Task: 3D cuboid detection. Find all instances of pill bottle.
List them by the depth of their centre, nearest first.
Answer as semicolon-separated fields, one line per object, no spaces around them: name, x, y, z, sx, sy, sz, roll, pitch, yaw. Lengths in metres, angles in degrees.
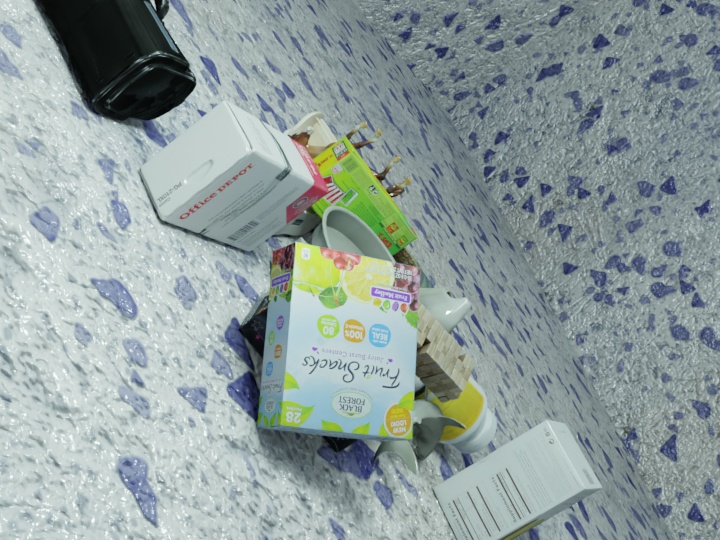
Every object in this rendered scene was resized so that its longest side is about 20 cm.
pill bottle;0.126;0.197;1.492;0.200;0.112;0.112;47;19;-31

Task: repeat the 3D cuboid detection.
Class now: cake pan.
cake pan;0.000;0.000;1.386;0.200;0.037;0.201;44;25;-27

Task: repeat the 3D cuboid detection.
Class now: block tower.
block tower;0.074;0.089;1.300;0.200;0.054;0.058;46;49;-20

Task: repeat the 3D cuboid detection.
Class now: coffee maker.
coffee maker;-0.312;-0.291;1.166;0.192;0.135;0.201;-12;66;-48

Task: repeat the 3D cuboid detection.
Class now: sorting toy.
sorting toy;-0.073;-0.159;1.570;0.201;0.107;0.180;58;10;7

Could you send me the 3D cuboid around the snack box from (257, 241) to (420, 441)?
snack box;-0.021;0.084;1.083;0.168;0.068;0.201;10;76;-29

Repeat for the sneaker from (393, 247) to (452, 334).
sneaker;0.088;0.034;1.615;0.201;0.067;0.090;58;8;2

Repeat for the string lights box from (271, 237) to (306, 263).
string lights box;-0.041;0.059;1.361;0.200;0.059;0.103;47;19;-31

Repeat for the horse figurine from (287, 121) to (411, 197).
horse figurine;-0.007;-0.159;1.494;0.200;0.132;0.050;46;30;-40

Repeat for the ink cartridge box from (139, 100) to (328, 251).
ink cartridge box;-0.153;-0.112;1.205;0.085;0.144;0.200;61;16;21

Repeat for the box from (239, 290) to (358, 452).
box;-0.035;0.097;1.206;0.200;0.114;0.132;54;16;-10

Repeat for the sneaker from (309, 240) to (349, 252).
sneaker;-0.010;0.024;1.452;0.200;0.077;0.085;44;-2;-36

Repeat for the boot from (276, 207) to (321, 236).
boot;-0.126;-0.106;1.437;0.091;0.073;0.200;52;7;12

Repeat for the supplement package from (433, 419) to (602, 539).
supplement package;0.226;0.315;1.396;0.114;0.200;0.110;22;36;-61

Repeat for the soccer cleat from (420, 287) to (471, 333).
soccer cleat;0.101;0.056;1.470;0.070;0.077;0.200;60;-14;-19

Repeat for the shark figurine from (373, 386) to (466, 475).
shark figurine;0.097;0.213;1.322;0.089;0.129;0.214;17;-1;19

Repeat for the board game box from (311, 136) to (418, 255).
board game box;-0.007;-0.097;1.472;0.200;0.101;0.048;50;10;-37
